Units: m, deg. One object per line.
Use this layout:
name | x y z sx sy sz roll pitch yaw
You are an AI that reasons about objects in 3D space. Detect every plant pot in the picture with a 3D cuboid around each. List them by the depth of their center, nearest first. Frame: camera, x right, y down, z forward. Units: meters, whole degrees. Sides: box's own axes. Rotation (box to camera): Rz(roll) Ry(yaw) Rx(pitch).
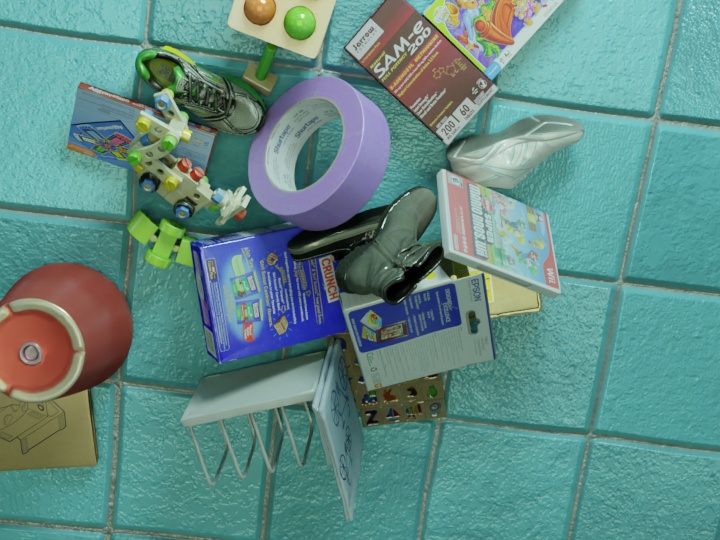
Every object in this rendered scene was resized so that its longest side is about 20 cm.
plant pot | -0.437 0.096 1.346 0.199 0.177 0.202 0 98 -2

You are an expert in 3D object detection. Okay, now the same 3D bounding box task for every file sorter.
file sorter | -0.137 0.220 1.410 0.199 0.139 0.125 -13 108 8

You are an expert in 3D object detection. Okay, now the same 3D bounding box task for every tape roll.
tape roll | -0.058 -0.159 1.300 0.200 0.200 0.066 -52 141 10

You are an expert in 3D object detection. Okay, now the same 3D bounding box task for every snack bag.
snack bag | -0.029 0.227 1.385 0.021 0.189 0.201 -8 117 10

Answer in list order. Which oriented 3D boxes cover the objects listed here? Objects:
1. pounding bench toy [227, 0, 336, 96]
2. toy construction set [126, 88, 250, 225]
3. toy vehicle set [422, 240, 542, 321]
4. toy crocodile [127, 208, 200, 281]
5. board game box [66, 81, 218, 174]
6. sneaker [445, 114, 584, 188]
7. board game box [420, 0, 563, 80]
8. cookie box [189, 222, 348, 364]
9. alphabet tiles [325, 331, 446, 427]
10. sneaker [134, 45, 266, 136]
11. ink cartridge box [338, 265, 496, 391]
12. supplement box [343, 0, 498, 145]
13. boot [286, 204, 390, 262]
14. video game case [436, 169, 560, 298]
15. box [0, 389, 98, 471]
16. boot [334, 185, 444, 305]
pounding bench toy | -0.108 -0.327 1.275 0.123 0.156 0.201 18 103 -7
toy construction set | -0.239 -0.139 1.317 0.131 0.092 0.200 -36 103 31
toy vehicle set | 0.168 0.013 1.435 0.198 0.027 0.125 -8 104 0
toy crocodile | -0.246 -0.027 1.399 0.199 0.062 0.068 24 101 -12
board game box | -0.309 -0.186 1.355 0.199 0.019 0.103 19 123 -7
sneaker | 0.226 -0.167 1.380 0.199 0.071 0.081 -16 119 5
board game box | 0.199 -0.385 1.329 0.134 0.045 0.200 41 99 -11
cookie box | -0.129 0.025 1.371 0.199 0.075 0.172 -12 104 -21
alphabet tiles | 0.024 0.164 1.465 0.198 0.008 0.168 -8 112 4
sneaker | -0.223 -0.242 1.318 0.199 0.085 0.078 25 105 0
ink cartridge box | 0.085 0.080 1.363 0.199 0.047 0.198 -16 136 -1
supplement box | 0.083 -0.284 1.342 0.200 0.061 0.109 41 100 -10
boot | 0.001 0.000 1.349 0.203 0.073 0.155 -18 110 -27
video game case | 0.194 -0.051 1.341 0.199 0.144 0.017 19 141 -28
box | -0.510 0.226 1.466 0.198 0.021 0.165 -3 103 0
boot | 0.068 -0.030 1.265 0.200 0.130 0.068 -48 122 -23
